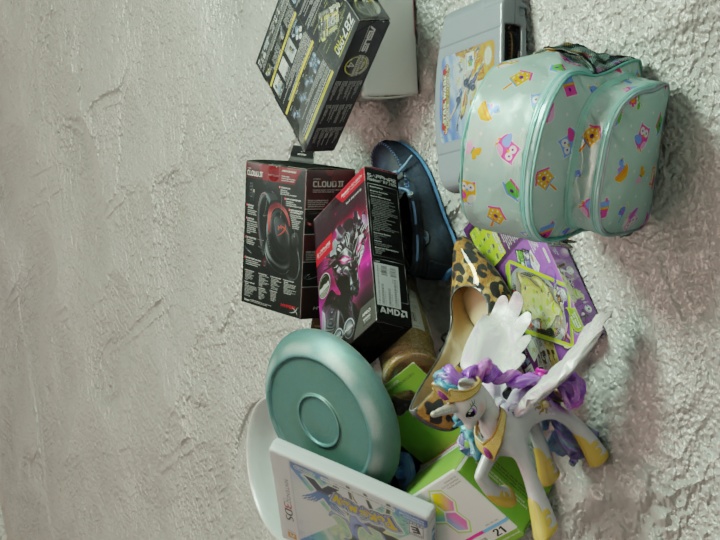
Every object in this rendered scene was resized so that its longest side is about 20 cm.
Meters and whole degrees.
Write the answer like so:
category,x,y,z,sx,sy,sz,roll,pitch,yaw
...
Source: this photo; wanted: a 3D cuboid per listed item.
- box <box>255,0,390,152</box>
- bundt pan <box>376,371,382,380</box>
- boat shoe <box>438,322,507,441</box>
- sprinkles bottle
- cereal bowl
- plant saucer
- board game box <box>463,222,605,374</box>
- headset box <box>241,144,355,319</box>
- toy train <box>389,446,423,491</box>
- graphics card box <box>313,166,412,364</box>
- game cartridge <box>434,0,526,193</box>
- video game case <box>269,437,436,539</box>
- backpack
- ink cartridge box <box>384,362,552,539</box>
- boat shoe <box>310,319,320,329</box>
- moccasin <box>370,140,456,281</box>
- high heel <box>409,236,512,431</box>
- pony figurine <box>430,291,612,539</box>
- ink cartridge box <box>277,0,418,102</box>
category,x,y,z,sx,sy,sz,roll,pitch,yaw
box,-0.049,-0.264,1.703,0.162,0.049,0.201,62,143,34
bundt pan,-0.018,0.213,1.776,0.202,0.075,0.204,-169,90,-88
boat shoe,0.118,0.094,1.619,0.074,0.066,0.201,10,104,60
sprinkles bottle,0.043,0.060,1.682,0.201,0.068,0.069,-103,23,-55
cereal bowl,-0.076,0.260,1.972,0.200,0.083,0.202,17,110,58
plant saucer,-0.039,0.162,1.634,0.199,0.027,0.202,22,124,37
board game box,0.178,0.008,1.539,0.120,0.032,0.201,-57,48,54
headset box,-0.077,-0.051,1.803,0.148,0.075,0.202,12,102,55
toy train,0.057,0.268,1.742,0.114,0.086,0.202,-142,53,-59
graphics card box,0.000,0.000,1.644,0.125,0.051,0.201,-42,44,47
game cartridge,0.125,-0.186,1.562,0.133,0.041,0.202,-7,80,57
video game case,-0.007,0.282,1.653,0.199,0.022,0.183,20,142,20
backpack,0.183,-0.110,1.337,0.153,0.199,0.177,23,114,39
ink cartridge box,0.083,0.213,1.589,0.200,0.076,0.148,41,144,-4
boat shoe,-0.019,0.048,1.852,0.072,0.068,0.202,12,103,54
moccasin,0.051,-0.076,1.704,0.201,0.068,0.081,63,144,36
high heel,0.093,0.063,1.525,0.071,0.142,0.202,-30,71,52
pony figurine,0.161,0.130,1.433,0.166,0.193,0.201,1,132,52
ink cartridge box,-0.018,-0.276,1.777,0.199,0.084,0.147,6,100,58
